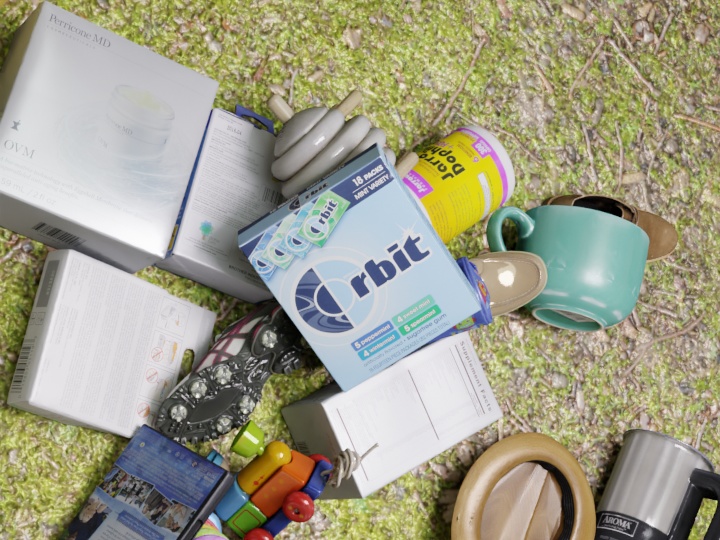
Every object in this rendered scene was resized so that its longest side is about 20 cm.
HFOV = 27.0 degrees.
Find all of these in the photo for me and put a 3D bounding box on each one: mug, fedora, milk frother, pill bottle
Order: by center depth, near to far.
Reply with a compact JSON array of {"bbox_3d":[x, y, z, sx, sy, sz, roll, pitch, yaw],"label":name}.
[{"bbox_3d":[0.074,-0.078,1.700,0.199,0.104,0.105,-34,98,-28],"label":"pill bottle"},{"bbox_3d":[0.173,0.284,1.708,0.199,0.082,0.203,2,86,-25],"label":"fedora"},{"bbox_3d":[0.238,0.001,1.757,0.183,0.152,0.116,10,76,13],"label":"mug"},{"bbox_3d":[0.367,0.326,1.791,0.189,0.179,0.200,-62,153,-21],"label":"milk frother"}]

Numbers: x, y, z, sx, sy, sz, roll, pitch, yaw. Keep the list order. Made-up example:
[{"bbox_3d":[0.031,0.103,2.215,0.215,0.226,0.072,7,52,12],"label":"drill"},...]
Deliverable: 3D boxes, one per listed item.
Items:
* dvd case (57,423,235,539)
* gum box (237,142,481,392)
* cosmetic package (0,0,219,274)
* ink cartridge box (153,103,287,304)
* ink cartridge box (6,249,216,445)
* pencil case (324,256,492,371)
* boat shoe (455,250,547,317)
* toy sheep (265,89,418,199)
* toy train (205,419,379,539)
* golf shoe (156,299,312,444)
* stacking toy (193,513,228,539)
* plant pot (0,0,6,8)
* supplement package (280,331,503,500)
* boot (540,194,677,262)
[{"bbox_3d":[-0.225,0.256,1.460,0.201,0.142,0.018,-54,136,-16],"label":"dvd case"},{"bbox_3d":[0.000,0.000,1.515,0.169,0.045,0.201,-31,113,8],"label":"gum box"},{"bbox_3d":[-0.275,-0.129,1.514,0.198,0.123,0.202,23,71,-23],"label":"cosmetic package"},{"bbox_3d":[-0.130,-0.082,1.607,0.136,0.076,0.202,23,73,-26],"label":"ink cartridge box"},{"bbox_3d":[-0.252,0.087,1.546,0.199,0.050,0.163,27,69,-41],"label":"ink cartridge box"},{"bbox_3d":[0.042,0.045,1.615,0.198,0.078,0.087,-17,50,8],"label":"pencil case"},{"bbox_3d":[0.112,0.022,1.674,0.198,0.065,0.073,-10,87,5],"label":"boat shoe"},{"bbox_3d":[-0.024,-0.108,1.561,0.200,0.138,0.138,45,65,-5],"label":"toy sheep"},{"bbox_3d":[-0.082,0.194,1.533,0.116,0.200,0.085,40,31,-7],"label":"toy train"},{"bbox_3d":[-0.134,0.106,1.579,0.199,0.088,0.078,-38,116,-14],"label":"golf shoe"},{"bbox_3d":[-0.157,0.290,1.464,0.109,0.200,0.117,14,78,-25],"label":"stacking toy"},{"bbox_3d":[-0.402,-0.319,1.446,0.199,0.200,0.190,26,85,-22],"label":"plant pot"},{"bbox_3d":[0.035,0.156,1.639,0.199,0.109,0.115,-25,94,-28],"label":"supplement package"},{"bbox_3d":[0.322,-0.053,1.845,0.198,0.075,0.074,11,75,-27],"label":"boot"}]
